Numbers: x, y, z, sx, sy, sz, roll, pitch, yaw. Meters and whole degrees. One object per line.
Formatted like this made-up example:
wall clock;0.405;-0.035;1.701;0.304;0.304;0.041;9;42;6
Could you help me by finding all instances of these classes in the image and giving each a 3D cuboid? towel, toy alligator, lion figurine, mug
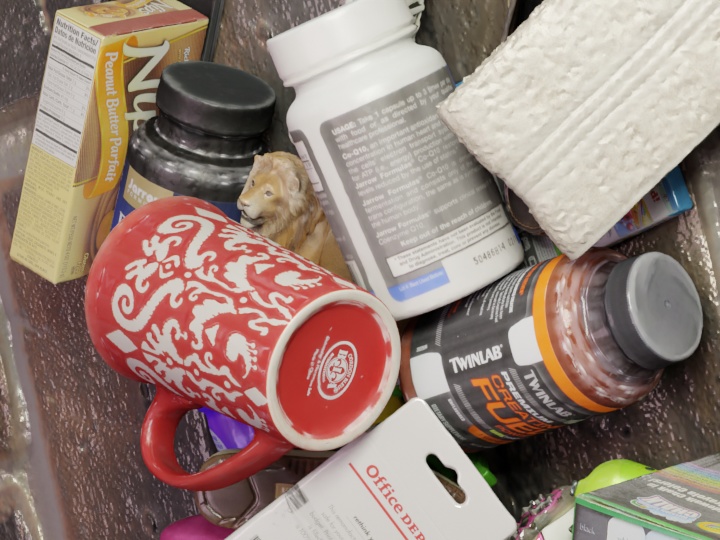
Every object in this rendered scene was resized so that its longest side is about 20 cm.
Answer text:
towel;0.157;-0.120;1.556;0.200;0.034;0.133;-44;90;11
toy alligator;0.034;0.105;1.789;0.200;0.059;0.054;17;66;48
lion figurine;0.000;0.000;1.786;0.199;0.072;0.123;21;109;16
mug;-0.071;0.057;1.692;0.200;0.133;0.178;22;127;49

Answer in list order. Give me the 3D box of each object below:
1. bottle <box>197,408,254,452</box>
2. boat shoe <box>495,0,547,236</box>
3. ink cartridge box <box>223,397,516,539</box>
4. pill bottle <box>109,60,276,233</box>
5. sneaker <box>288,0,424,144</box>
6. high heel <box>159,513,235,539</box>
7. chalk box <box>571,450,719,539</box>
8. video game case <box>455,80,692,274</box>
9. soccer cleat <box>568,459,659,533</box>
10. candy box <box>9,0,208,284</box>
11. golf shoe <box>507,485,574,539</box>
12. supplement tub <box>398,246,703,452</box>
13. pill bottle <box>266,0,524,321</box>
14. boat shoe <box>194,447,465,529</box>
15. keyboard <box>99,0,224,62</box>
bottle;-0.068;0.125;1.836;0.201;0.065;0.084;63;169;-9
boat shoe;0.111;-0.119;1.622;0.074;0.073;0.201;18;110;40
ink cartridge box;-0.002;0.183;1.688;0.200;0.067;0.116;-38;86;7
pill bottle;-0.123;-0.045;1.865;0.112;0.112;0.201;32;120;36
sneaker;0.014;-0.149;1.743;0.072;0.072;0.200;37;124;20
high heel;-0.055;0.230;1.768;0.199;0.096;0.068;19;126;7
chalk box;0.203;0.198;1.533;0.124;0.200;0.124;17;110;41
video game case;0.119;-0.073;1.689;0.200;0.018;0.144;-27;79;44
soccer cleat;0.174;0.224;1.664;0.081;0.067;0.201;9;103;37
candy box;-0.186;-0.098;1.891;0.055;0.115;0.201;28;117;30
golf shoe;0.101;0.237;1.701;0.092;0.073;0.200;36;86;-2
supplement tub;0.124;0.047;1.646;0.200;0.107;0.107;-22;83;45
pill bottle;0.020;-0.077;1.668;0.114;0.114;0.201;-17;99;45
boat shoe;-0.010;0.155;1.761;0.201;0.075;0.075;13;95;5
keyboard;-0.156;-0.182;1.935;0.127;0.021;0.201;28;116;31
